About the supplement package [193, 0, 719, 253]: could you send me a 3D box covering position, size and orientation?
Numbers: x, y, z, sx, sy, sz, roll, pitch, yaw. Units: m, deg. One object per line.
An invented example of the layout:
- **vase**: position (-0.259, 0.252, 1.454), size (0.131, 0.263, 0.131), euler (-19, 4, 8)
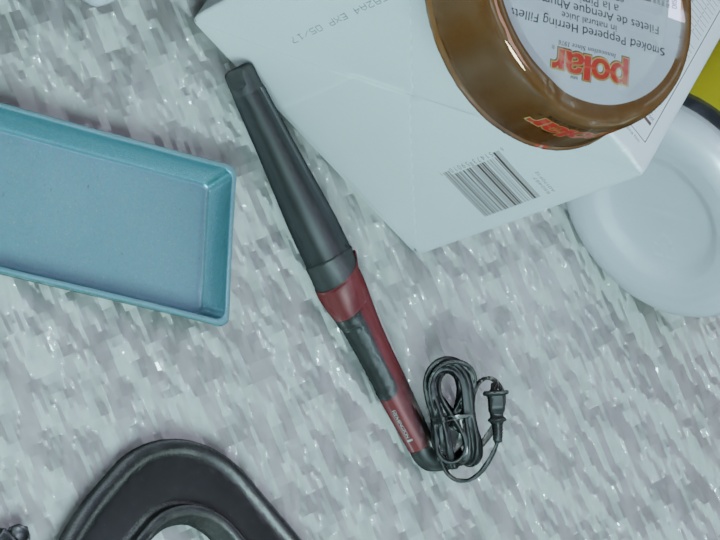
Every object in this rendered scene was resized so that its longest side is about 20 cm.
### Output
- **supplement package**: position (0.065, -0.142, 1.159), size (0.151, 0.151, 0.200), euler (46, 54, -20)

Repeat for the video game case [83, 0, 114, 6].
- **video game case**: position (-0.102, -0.175, 1.046), size (0.182, 0.200, 0.023), euler (-31, 137, -38)

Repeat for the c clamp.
- **c clamp**: position (-0.070, 0.158, 1.057), size (0.200, 0.027, 0.171), euler (45, 50, -15)

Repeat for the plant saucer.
- **plant saucer**: position (-0.138, -0.029, 1.064), size (0.199, 0.019, 0.070), euler (15, 68, -33)

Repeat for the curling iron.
- **curling iron**: position (0.000, 0.000, 1.147), size (0.049, 0.026, 0.200), euler (-33, 94, -1)

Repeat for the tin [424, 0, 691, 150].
- **tin**: position (0.077, -0.147, 1.048), size (0.112, 0.042, 0.201), euler (9, 73, -32)

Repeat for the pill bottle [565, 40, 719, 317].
- **pill bottle**: position (0.190, -0.072, 1.258), size (0.200, 0.112, 0.112), euler (-39, 100, -38)
